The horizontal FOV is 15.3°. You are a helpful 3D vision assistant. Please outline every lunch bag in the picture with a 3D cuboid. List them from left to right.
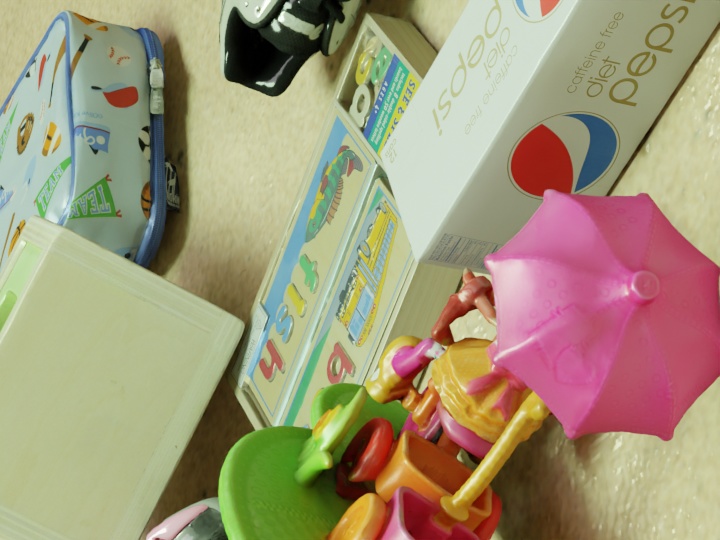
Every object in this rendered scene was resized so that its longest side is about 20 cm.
[{"bbox_3d":[-0.166,-0.047,1.504,0.200,0.075,0.161,-46,39,49],"label":"lunch bag"}]

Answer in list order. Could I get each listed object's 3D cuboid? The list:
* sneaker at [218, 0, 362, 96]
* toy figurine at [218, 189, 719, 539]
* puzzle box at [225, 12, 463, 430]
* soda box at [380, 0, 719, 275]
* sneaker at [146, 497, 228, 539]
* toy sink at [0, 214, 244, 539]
[{"bbox_3d":[-0.012,-0.142,1.223,0.200,0.075,0.088,133,153,-62],"label":"sneaker"},{"bbox_3d":[0.062,0.044,1.008,0.184,0.150,0.200,-50,13,24],"label":"toy figurine"},{"bbox_3d":[0.000,0.000,1.212,0.133,0.025,0.201,54,128,54],"label":"puzzle box"},{"bbox_3d":[0.082,-0.090,1.041,0.200,0.063,0.068,-59,34,35],"label":"soda box"},{"bbox_3d":[-0.080,0.203,1.268,0.095,0.079,0.201,37,117,36],"label":"sneaker"},{"bbox_3d":[-0.159,0.084,1.319,0.201,0.112,0.130,-63,13,-2],"label":"toy sink"}]
